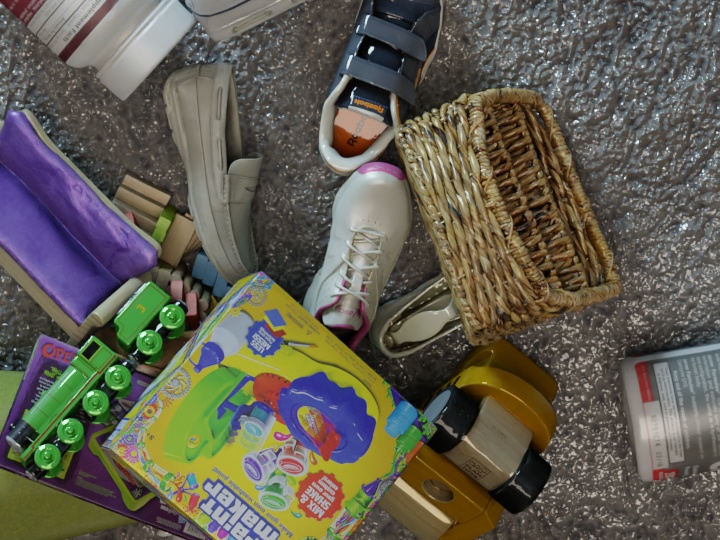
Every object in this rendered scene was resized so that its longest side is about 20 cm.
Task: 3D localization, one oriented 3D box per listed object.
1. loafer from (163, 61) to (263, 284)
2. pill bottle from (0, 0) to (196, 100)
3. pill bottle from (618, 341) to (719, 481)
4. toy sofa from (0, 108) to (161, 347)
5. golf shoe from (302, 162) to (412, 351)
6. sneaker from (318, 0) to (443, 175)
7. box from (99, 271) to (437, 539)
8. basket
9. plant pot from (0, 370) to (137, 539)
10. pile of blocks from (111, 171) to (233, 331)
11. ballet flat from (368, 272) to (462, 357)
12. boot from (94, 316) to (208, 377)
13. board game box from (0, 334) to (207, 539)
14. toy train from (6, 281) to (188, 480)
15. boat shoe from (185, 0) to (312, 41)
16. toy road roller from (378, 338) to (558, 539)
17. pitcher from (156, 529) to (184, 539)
[{"bbox_3d":[-0.119,-0.086,1.651,0.069,0.070,0.201,-10,105,14],"label":"loafer"},{"bbox_3d":[-0.244,-0.248,1.584,0.200,0.114,0.114,43,103,-10],"label":"pill bottle"},{"bbox_3d":[0.339,0.119,1.672,0.199,0.114,0.115,-10,106,5],"label":"pill bottle"},{"bbox_3d":[-0.278,-0.038,1.631,0.200,0.083,0.098,46,132,-1],"label":"toy sofa"},{"bbox_3d":[0.000,0.000,1.636,0.075,0.092,0.201,12,126,-7],"label":"golf shoe"},{"bbox_3d":[0.019,-0.174,1.615,0.078,0.079,0.201,18,105,1],"label":"sneaker"},{"bbox_3d":[-0.080,0.140,1.563,0.200,0.122,0.193,41,79,-7],"label":"box"},{"bbox_3d":[0.128,-0.054,1.579,0.148,0.143,0.201,-20,81,1],"label":"basket"},{"bbox_3d":[-0.282,0.169,1.683,0.183,0.200,0.202,-4,107,-9],"label":"plant pot"},{"bbox_3d":[-0.160,0.002,1.682,0.082,0.062,0.200,-37,102,12],"label":"pile of blocks"},{"bbox_3d":[0.095,0.022,1.677,0.199,0.069,0.070,-32,103,10],"label":"ballet flat"},{"bbox_3d":[-0.141,0.068,1.652,0.199,0.074,0.076,13,97,-11],"label":"boot"},{"bbox_3d":[-0.207,0.148,1.609,0.199,0.032,0.121,24,77,-13],"label":"board game box"},{"bbox_3d":[-0.224,0.092,1.579,0.056,0.042,0.200,39,71,8],"label":"toy train"},{"bbox_3d":[-0.057,-0.265,1.603,0.199,0.074,0.067,-23,139,0],"label":"boat shoe"},{"bbox_3d":[0.100,0.151,1.704,0.123,0.146,0.200,39,141,-9],"label":"toy road roller"},{"bbox_3d":[-0.130,0.217,1.707,0.171,0.121,0.201,14,102,-23],"label":"pitcher"}]
